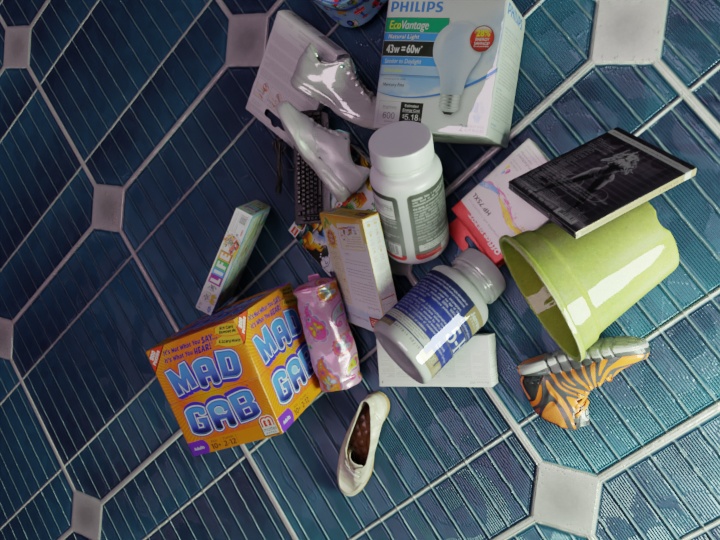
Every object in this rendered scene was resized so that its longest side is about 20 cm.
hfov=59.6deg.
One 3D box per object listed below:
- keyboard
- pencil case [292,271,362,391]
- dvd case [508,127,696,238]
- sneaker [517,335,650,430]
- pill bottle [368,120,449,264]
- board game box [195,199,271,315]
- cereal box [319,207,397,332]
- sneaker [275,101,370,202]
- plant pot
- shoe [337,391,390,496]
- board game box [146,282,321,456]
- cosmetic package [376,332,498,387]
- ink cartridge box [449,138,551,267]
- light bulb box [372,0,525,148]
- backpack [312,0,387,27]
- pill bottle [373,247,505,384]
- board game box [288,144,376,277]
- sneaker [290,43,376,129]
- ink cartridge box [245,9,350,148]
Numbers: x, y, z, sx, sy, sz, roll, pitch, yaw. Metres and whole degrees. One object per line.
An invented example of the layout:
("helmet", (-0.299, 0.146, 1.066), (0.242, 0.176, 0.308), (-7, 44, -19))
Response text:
("keyboard", (-0.111, -0.185, 1.139), (0.125, 0.020, 0.204), (-2, 88, 29))
("pencil case", (-0.057, 0.109, 1.101), (0.086, 0.087, 0.204), (-12, 100, 26))
("dvd case", (0.326, -0.126, 0.862), (0.198, 0.016, 0.149), (-27, 41, -10))
("sneaker", (0.342, 0.169, 0.937), (0.198, 0.077, 0.114), (-22, 86, 36))
("pill bottle", (0.075, -0.120, 0.976), (0.112, 0.115, 0.202), (12, 138, 25))
("board game box", (-0.236, -0.028, 1.176), (0.034, 0.135, 0.203), (26, 103, 0))
("cereal box", (0.000, 0.000, 1.045), (0.143, 0.039, 0.204), (16, 123, 57))
("sneaker", (-0.062, -0.219, 1.076), (0.088, 0.075, 0.201), (-38, 87, -2))
("plant pot", (0.323, -0.009, 0.873), (0.182, 0.200, 0.202), (-31, 77, 3))
("shoe", (-0.005, 0.311, 1.116), (0.069, 0.053, 0.204), (21, 101, 24))
("board game box", (-0.207, 0.170, 1.109), (0.197, 0.200, 0.203), (-19, 98, 25))
("cosmetic package", (0.126, 0.150, 1.048), (0.197, 0.050, 0.084), (-4, 87, 26))
("ink cartridge box", (0.227, -0.090, 0.982), (0.200, 0.067, 0.117), (-43, 74, 21))
("light bulb box", (0.140, -0.309, 0.987), (0.195, 0.124, 0.204), (10, 97, 26))
("backpack", (-0.035, -0.529, 1.064), (0.182, 0.134, 0.201), (-42, 77, 22))
("pill bottle", (0.127, 0.064, 0.972), (0.200, 0.120, 0.120), (-43, 71, -13))
("board game box", (-0.029, -0.105, 1.126), (0.126, 0.034, 0.201), (45, 110, 19))
("sneaker", (-0.020, -0.312, 1.064), (0.198, 0.075, 0.089), (28, 117, 0))
("ink cartridge box", (-0.121, -0.350, 1.170), (0.161, 0.050, 0.202), (41, 126, 20))
